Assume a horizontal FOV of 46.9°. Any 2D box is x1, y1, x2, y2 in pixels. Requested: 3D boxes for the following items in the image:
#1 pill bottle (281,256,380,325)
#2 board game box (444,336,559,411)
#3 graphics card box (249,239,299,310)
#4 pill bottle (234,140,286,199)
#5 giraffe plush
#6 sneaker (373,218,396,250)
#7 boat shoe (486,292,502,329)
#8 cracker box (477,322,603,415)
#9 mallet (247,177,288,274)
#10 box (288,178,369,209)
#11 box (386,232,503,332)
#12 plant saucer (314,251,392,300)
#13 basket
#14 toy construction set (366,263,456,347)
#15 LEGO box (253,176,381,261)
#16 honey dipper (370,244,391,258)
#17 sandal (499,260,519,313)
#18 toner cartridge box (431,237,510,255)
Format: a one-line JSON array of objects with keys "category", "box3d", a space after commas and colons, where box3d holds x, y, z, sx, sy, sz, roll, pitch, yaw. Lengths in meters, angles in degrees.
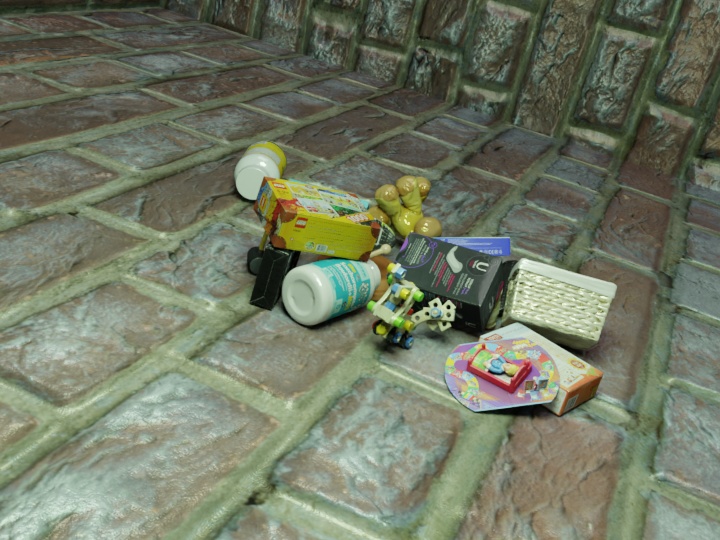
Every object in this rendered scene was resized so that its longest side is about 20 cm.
[{"category": "pill bottle", "box3d": [-0.047, 0.029, 1.579, 0.111, 0.111, 0.200, 29, 28, 29]}, {"category": "board game box", "box3d": [0.247, 0.166, 1.449, 0.200, 0.039, 0.158, -6, 41, -4]}, {"category": "graphics card box", "box3d": [-0.153, -0.022, 1.610, 0.051, 0.126, 0.200, 21, 23, 1]}, {"category": "pill bottle", "box3d": [-0.249, -0.245, 2.053, 0.112, 0.112, 0.200, 14, 25, -2]}, {"category": "giraffe plush", "box3d": [0.120, -0.097, 1.911, 0.172, 0.200, 0.162, -23, 57, -22]}, {"category": "sneaker", "box3d": [0.011, -0.084, 1.869, 0.200, 0.074, 0.081, 17, 3, 43]}, {"category": "boat shoe", "box3d": [0.266, 0.041, 1.751, 0.073, 0.063, 0.201, -7, 32, 8]}, {"category": "cracker box", "box3d": [0.327, 0.178, 1.539, 0.200, 0.058, 0.134, 33, 30, 34]}, {"category": "mallet", "box3d": [-0.180, -0.084, 1.644, 0.041, 0.200, 0.066, 15, 28, -18]}, {"category": "box", "box3d": [-0.082, -0.148, 1.957, 0.200, 0.082, 0.049, 17, 57, 8]}, {"category": "box", "box3d": [0.169, 0.022, 1.643, 0.200, 0.106, 0.122, 17, 62, 23]}, {"category": "plant saucer", "box3d": [0.000, 0.000, 1.760, 0.200, 0.037, 0.200, 12, 25, -6]}, {"category": "basket", "box3d": [0.392, 0.072, 1.671, 0.200, 0.124, 0.136, 16, -14, 4]}, {"category": "toy construction set", "box3d": [0.086, 0.073, 1.509, 0.092, 0.131, 0.200, 29, 1, 41]}, {"category": "LEGO box", "box3d": [-0.083, -0.098, 1.575, 0.200, 0.077, 0.149, 8, 27, -29]}, {"category": "honey dipper", "box3d": [-0.027, -0.013, 1.679, 0.200, 0.038, 0.038, -22, 37, -16]}, {"category": "sandal", "box3d": [0.315, 0.046, 1.814, 0.075, 0.045, 0.200, 9, 35, 25]}, {"category": "toner cartridge box", "box3d": [0.221, -0.051, 1.831, 0.200, 0.043, 0.095, -1, 1, -22]}]
